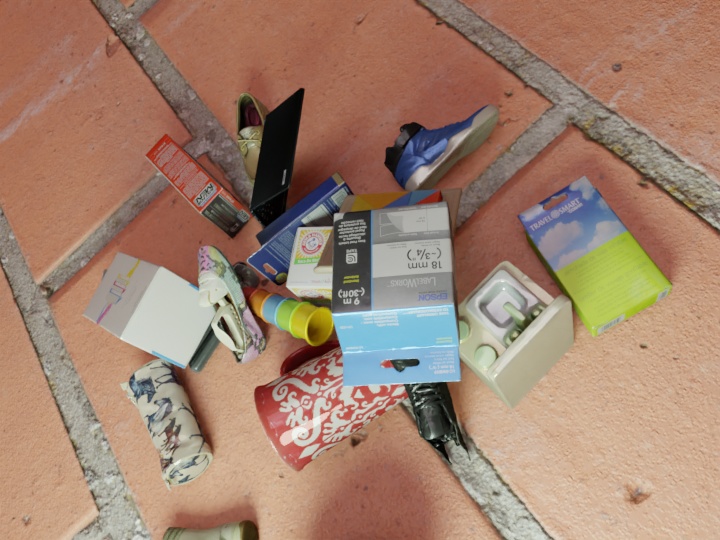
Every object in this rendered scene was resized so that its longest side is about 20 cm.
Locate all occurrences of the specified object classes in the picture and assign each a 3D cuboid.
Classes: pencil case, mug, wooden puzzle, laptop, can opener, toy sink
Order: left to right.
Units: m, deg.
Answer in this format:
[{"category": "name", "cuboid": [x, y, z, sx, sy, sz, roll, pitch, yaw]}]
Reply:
[{"category": "pencil case", "cuboid": [-0.311, 0.245, 0.980, 0.089, 0.078, 0.201, -28, 60, -13]}, {"category": "can opener", "cuboid": [-0.248, 0.076, 1.052, 0.201, 0.053, 0.067, -57, 29, -7]}, {"category": "laptop", "cuboid": [-0.118, -0.167, 1.009, 0.102, 0.200, 0.180, 0, 69, 15]}, {"category": "mug", "cuboid": [-0.044, 0.162, 0.885, 0.198, 0.134, 0.179, -30, 63, 4]}, {"category": "wooden puzzle", "cuboid": [0.042, -0.064, 0.856, 0.182, 0.038, 0.201, -2, 37, 19]}, {"category": "toy sink", "cuboid": [0.188, 0.079, 0.786, 0.130, 0.200, 0.112, -46, 61, -1]}]

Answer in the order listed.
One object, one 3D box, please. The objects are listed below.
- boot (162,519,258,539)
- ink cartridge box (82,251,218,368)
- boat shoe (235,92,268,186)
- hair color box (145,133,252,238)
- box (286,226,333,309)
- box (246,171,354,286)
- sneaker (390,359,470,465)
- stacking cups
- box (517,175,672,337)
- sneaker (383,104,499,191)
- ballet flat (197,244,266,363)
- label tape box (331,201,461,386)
[{"category": "boot", "cuboid": [-0.226, 0.467, 0.862, 0.153, 0.072, 0.203, -10, 61, 17]}, {"category": "ink cartridge box", "cuboid": [-0.357, 0.061, 1.021, 0.199, 0.128, 0.126, 12, 71, 47]}, {"category": "boat shoe", "cuboid": [-0.205, -0.248, 1.148, 0.073, 0.066, 0.202, -21, 63, 12]}, {"category": "hair color box", "cuboid": [-0.298, -0.157, 1.122, 0.064, 0.111, 0.200, -46, 61, -2]}, {"category": "box", "cuboid": [0.000, 0.000, 0.941, 0.197, 0.113, 0.103, 0, 66, 22]}, {"category": "box", "cuboid": [-0.088, -0.063, 0.995, 0.199, 0.121, 0.033, -38, 60, 3]}, {"category": "sneaker", "cuboid": [0.093, 0.171, 0.799, 0.059, 0.201, 0.105, -20, 47, 10]}, {"category": "stacking cups", "cuboid": [-0.127, 0.061, 0.972, 0.199, 0.060, 0.061, 19, 76, 43]}, {"category": "box", "cuboid": [0.325, -0.023, 0.861, 0.121, 0.048, 0.201, -30, 61, 7]}, {"category": "sneaker", "cuboid": [0.126, -0.223, 1.003, 0.200, 0.077, 0.111, -43, 70, 7]}, {"category": "ballet flat", "cuboid": [-0.215, 0.059, 0.966, 0.068, 0.202, 0.071, -11, 20, 37]}, {"category": "label tape box", "cuboid": [0.042, 0.026, 0.713, 0.142, 0.063, 0.203, -5, 63, 11]}]
